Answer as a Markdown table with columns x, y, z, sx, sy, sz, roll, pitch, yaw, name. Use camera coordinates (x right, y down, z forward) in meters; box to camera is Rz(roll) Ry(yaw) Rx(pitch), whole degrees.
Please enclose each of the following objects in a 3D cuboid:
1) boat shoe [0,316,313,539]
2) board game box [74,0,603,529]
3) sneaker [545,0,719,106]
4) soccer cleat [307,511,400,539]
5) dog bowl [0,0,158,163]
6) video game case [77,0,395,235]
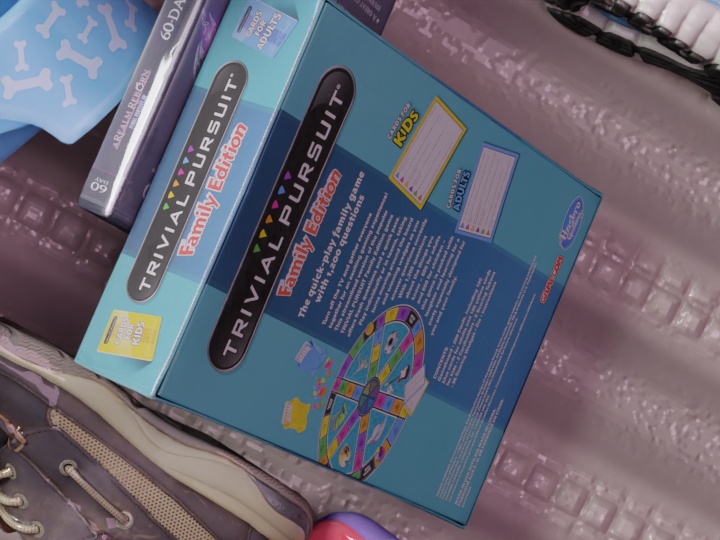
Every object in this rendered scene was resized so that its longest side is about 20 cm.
| x | y | z | sx | sy | sz | roll | pitch | yaw | name |
| --- | --- | --- | --- | --- | --- | --- | --- | --- | --- |
| -0.113 | 0.075 | 0.766 | 0.199 | 0.074 | 0.074 | 32 | 83 | -14 | boat shoe |
| 0.000 | 0.000 | 0.759 | 0.200 | 0.047 | 0.152 | 29 | 82 | -48 | board game box |
| 0.177 | -0.116 | 0.842 | 0.199 | 0.078 | 0.091 | 26 | 82 | -16 | sneaker |
| 0.048 | 0.175 | 0.831 | 0.201 | 0.067 | 0.076 | 53 | 47 | -6 | soccer cleat |
| -0.165 | -0.052 | 0.720 | 0.200 | 0.111 | 0.050 | -41 | 120 | -11 | dog bowl |
| -0.030 | -0.096 | 0.760 | 0.019 | 0.143 | 0.201 | 22 | 85 | 24 | video game case |
